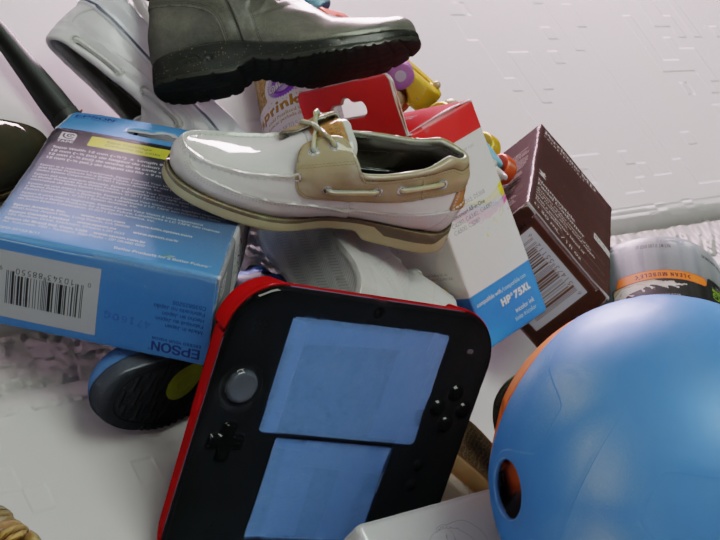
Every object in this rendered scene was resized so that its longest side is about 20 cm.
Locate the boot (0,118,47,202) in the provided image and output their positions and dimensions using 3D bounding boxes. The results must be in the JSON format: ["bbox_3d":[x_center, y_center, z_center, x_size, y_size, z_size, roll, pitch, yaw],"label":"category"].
[{"bbox_3d":[-0.264,-0.093,1.001,0.198,0.097,0.075,-5,56,-43],"label":"boot"}]

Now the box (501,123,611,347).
[{"bbox_3d":[0.142,-0.031,1.271,0.100,0.075,0.200,48,20,-11],"label":"box"}]

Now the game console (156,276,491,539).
[{"bbox_3d":[-0.017,0.097,0.985,0.198,0.179,0.031,9,12,-35],"label":"game console"}]

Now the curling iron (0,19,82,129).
[{"bbox_3d":[-0.193,-0.106,1.127,0.200,0.050,0.026,45,5,10],"label":"curling iron"}]

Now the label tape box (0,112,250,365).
[{"bbox_3d":[-0.144,-0.028,1.024,0.141,0.067,0.201,11,26,1],"label":"label tape box"}]

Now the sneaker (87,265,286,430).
[{"bbox_3d":[-0.113,0.042,1.038,0.078,0.066,0.199,42,35,20],"label":"sneaker"}]

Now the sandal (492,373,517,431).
[{"bbox_3d":[0.152,0.159,1.101,0.057,0.079,0.203,-44,114,-80],"label":"sandal"}]

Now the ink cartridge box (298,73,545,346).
[{"bbox_3d":[0.041,-0.047,1.138,0.067,0.116,0.202,-29,106,-34],"label":"ink cartridge box"}]

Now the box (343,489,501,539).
[{"bbox_3d":[0.075,0.226,0.980,0.198,0.107,0.153,-6,57,-44],"label":"box"}]

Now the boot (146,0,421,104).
[{"bbox_3d":[-0.061,-0.196,1.126,0.197,0.068,0.132,-7,76,-9],"label":"boot"}]

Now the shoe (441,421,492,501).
[{"bbox_3d":[0.041,0.123,1.100,0.200,0.053,0.070,40,21,-23],"label":"shoe"}]

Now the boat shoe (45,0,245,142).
[{"bbox_3d":[-0.145,-0.107,1.158,0.200,0.074,0.065,47,67,-1],"label":"boat shoe"}]

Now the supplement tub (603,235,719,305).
[{"bbox_3d":[0.235,0.082,1.251,0.121,0.123,0.202,23,41,-22],"label":"supplement tub"}]

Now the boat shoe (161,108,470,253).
[{"bbox_3d":[-0.025,-0.066,1.012,0.198,0.069,0.075,7,36,-26],"label":"boat shoe"}]

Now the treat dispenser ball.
[{"bbox_3d":[0.172,0.115,0.919,0.199,0.201,0.202,23,41,-22],"label":"treat dispenser ball"}]

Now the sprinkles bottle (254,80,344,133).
[{"bbox_3d":[-0.046,-0.125,1.249,0.068,0.068,0.202,14,45,-31],"label":"sprinkles bottle"}]

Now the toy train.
[{"bbox_3d":[0.030,-0.123,1.226,0.200,0.056,0.150,46,16,7],"label":"toy train"}]

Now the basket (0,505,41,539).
[{"bbox_3d":[-0.246,0.200,0.761,0.198,0.151,0.142,-1,21,-42],"label":"basket"}]

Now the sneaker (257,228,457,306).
[{"bbox_3d":[0.000,0.000,1.097,0.115,0.074,0.201,33,23,-34],"label":"sneaker"}]
